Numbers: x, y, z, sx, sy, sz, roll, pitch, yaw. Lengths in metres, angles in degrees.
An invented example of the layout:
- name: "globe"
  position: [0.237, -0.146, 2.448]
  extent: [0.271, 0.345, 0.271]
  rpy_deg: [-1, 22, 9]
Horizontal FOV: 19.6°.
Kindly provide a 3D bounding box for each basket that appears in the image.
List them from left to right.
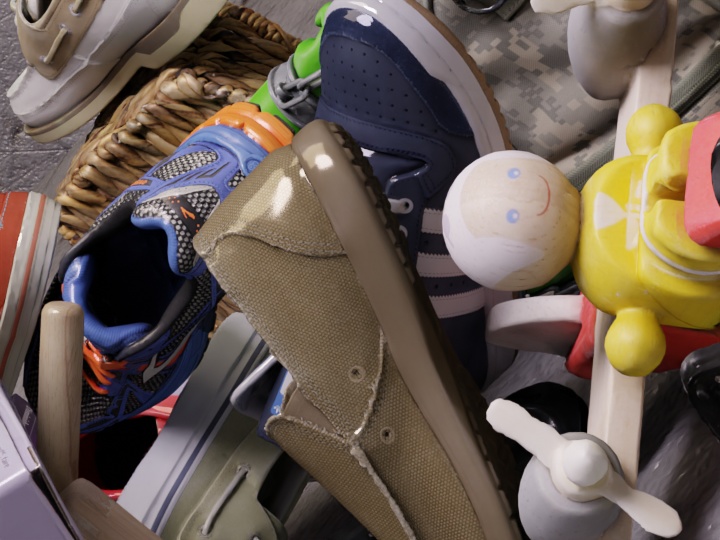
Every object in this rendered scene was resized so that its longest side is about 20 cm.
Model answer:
- name: "basket"
  position: [-0.028, -0.043, 1.027]
  extent: [0.143, 0.200, 0.149]
  rpy_deg: [-43, 15, 29]

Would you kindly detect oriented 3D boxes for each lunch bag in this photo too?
- name: "lunch bag"
  position: [0.114, -0.122, 0.865]
  extent: [0.139, 0.168, 0.200]
  rpy_deg: [-39, 17, 34]

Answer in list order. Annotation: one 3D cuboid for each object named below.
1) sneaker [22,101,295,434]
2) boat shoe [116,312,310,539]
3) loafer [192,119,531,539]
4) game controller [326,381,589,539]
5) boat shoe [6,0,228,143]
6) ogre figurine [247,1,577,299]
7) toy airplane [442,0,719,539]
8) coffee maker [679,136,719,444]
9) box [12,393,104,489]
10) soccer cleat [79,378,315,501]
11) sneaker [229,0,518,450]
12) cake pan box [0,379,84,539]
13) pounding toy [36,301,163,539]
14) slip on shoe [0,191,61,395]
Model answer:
- name: "sneaker"
  position: [-0.093, 0.008, 0.824]
  extent: [0.078, 0.075, 0.200]
  rpy_deg: [-35, -11, -44]
- name: "boat shoe"
  position: [-0.062, 0.105, 0.872]
  extent: [0.072, 0.062, 0.201]
  rpy_deg: [75, -147, -57]
- name: "loafer"
  position: [0.006, 0.050, 0.702]
  extent: [0.067, 0.201, 0.076]
  rpy_deg: [-23, 5, 8]
- name: "game controller"
  position: [0.016, 0.125, 0.817]
  extent: [0.200, 0.042, 0.105]
  rpy_deg: [-42, 30, 30]
- name: "boat shoe"
  position: [-0.125, -0.122, 0.980]
  extent: [0.200, 0.068, 0.075]
  rpy_deg: [-28, 27, 54]
- name: "ogre figurine"
  position: [0.006, -0.027, 0.883]
  extent: [0.120, 0.099, 0.200]
  rpy_deg: [-28, -20, 22]
- name: "toy airplane"
  position: [0.086, -0.003, 0.691]
  extent: [0.200, 0.140, 0.200]
  rpy_deg: [-112, 41, -58]
- name: "coffee maker"
  position: [0.199, -0.029, 0.498]
  extent: [0.191, 0.135, 0.200]
  rpy_deg: [2, 50, 43]
- name: "box"
  position: [-0.143, 0.161, 0.979]
  extent: [0.079, 0.141, 0.200]
  rpy_deg: [-46, 15, 13]
- name: "soccer cleat"
  position: [-0.053, 0.074, 0.963]
  extent: [0.199, 0.069, 0.073]
  rpy_deg: [-15, -2, 23]
- name: "sneaker"
  position: [0.000, 0.000, 0.755]
  extent: [0.070, 0.201, 0.108]
  rpy_deg: [27, 57, 34]
- name: "cake pan box"
  position: [-0.195, 0.080, 0.669]
  extent: [0.184, 0.052, 0.200]
  rpy_deg: [-33, 34, -8]
- name: "pounding toy"
  position: [-0.100, 0.158, 0.732]
  extent: [0.184, 0.200, 0.142]
  rpy_deg: [-43, 15, 24]
- name: "slip on shoe"
  position: [-0.175, 0.046, 0.869]
  extent: [0.074, 0.061, 0.201]
  rpy_deg: [-90, 18, -52]
